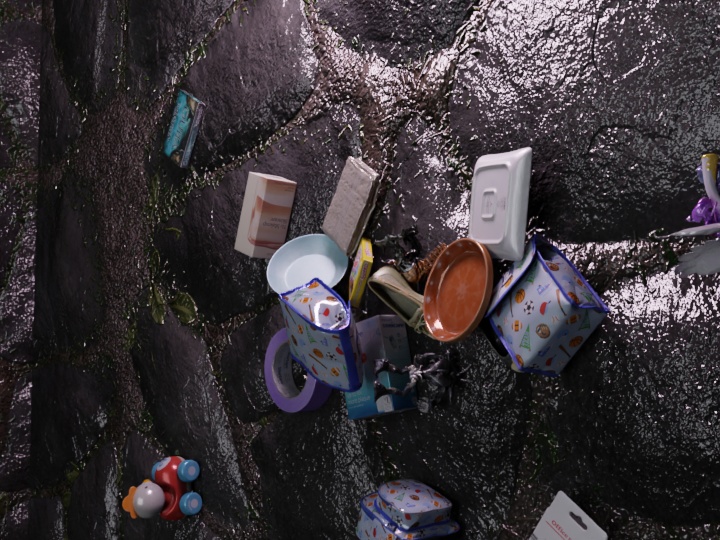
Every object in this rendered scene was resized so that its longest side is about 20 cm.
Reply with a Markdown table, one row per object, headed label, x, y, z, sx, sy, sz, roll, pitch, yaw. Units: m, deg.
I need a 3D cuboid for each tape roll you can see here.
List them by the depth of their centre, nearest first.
| label | x | y | z | sx | sy | sz | roll | pitch | yaw |
| --- | --- | --- | --- | --- | --- | --- | --- | --- | --- |
| tape roll | -0.149 | 0.239 | 1.896 | 0.198 | 0.065 | 0.205 | -4 | 84 | 46 |

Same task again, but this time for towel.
| label | x | y | z | sx | sy | sz | roll | pitch | yaw |
| --- | --- | --- | --- | --- | --- | --- | --- | --- | --- |
| towel | -0.021 | -0.150 | 1.799 | 0.133 | 0.034 | 0.203 | 46 | 120 | 47 |

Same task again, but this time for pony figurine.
| label | x | y | z | sx | sy | sz | roll | pitch | yaw |
| --- | --- | --- | --- | --- | --- | --- | --- | --- | --- |
| pony figurine | 0.548 | -0.073 | 1.153 | 0.190 | 0.166 | 0.204 | -5 | 69 | 37 |

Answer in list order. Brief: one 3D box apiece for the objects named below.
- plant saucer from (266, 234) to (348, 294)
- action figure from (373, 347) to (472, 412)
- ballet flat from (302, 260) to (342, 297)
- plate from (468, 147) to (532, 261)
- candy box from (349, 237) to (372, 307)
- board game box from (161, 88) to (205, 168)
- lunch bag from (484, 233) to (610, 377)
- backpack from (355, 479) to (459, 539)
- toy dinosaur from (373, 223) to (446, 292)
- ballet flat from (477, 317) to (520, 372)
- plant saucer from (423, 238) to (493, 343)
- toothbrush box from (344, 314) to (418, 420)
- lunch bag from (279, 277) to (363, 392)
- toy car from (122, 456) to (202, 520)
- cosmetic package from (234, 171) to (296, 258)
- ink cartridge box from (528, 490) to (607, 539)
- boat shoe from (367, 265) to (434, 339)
| label | x | y | z | sx | sy | sz | roll | pitch | yaw |
| --- | --- | --- | --- | --- | --- | --- | --- | --- | --- |
| plant saucer | -0.121 | 0.000 | 1.832 | 0.201 | 0.199 | 0.039 | 40 | 157 | 38 |
| action figure | 0.124 | 0.219 | 1.580 | 0.102 | 0.195 | 0.121 | 91 | 179 | -67 |
| ballet flat | -0.092 | 0.059 | 1.854 | 0.201 | 0.067 | 0.076 | 52 | 140 | 41 |
| plate | 0.253 | -0.123 | 1.467 | 0.200 | 0.032 | 0.204 | -171 | 86 | -71 |
| candy box | 0.000 | 0.000 | 1.697 | 0.200 | 0.026 | 0.104 | -93 | 22 | -75 |
| board game box | -0.535 | -0.428 | 2.353 | 0.135 | 0.028 | 0.203 | 36 | 113 | 42 |
| lunch bag | 0.314 | 0.057 | 1.394 | 0.171 | 0.122 | 0.202 | -56 | 37 | 28 |
| backpack | 0.084 | 0.508 | 1.564 | 0.189 | 0.197 | 0.158 | 9 | 89 | 52 |
| toy dinosaur | 0.105 | -0.018 | 1.650 | 0.197 | 0.102 | 0.138 | -25 | 85 | 23 |
| ballet flat | 0.254 | 0.117 | 1.491 | 0.067 | 0.056 | 0.201 | -56 | 52 | 28 |
| plant saucer | 0.189 | 0.040 | 1.496 | 0.200 | 0.032 | 0.204 | -37 | 45 | 48 |
| toothbrush box | 0.034 | 0.211 | 1.694 | 0.145 | 0.084 | 0.204 | -21 | 72 | 44 |
| lunch bag | -0.066 | 0.138 | 1.617 | 0.199 | 0.122 | 0.173 | 37 | 146 | 49 |
| toy car | -0.585 | 0.631 | 2.227 | 0.182 | 0.198 | 0.181 | -16 | 77 | 43 |
| cosmetic package | -0.241 | -0.138 | 1.984 | 0.087 | 0.102 | 0.204 | 23 | 105 | 44 |
| ink cartridge box | 0.357 | 0.491 | 1.358 | 0.116 | 0.066 | 0.203 | 41 | 117 | 39 |
| boat shoe | 0.099 | 0.076 | 1.606 | 0.201 | 0.063 | 0.073 | 46 | 130 | 8 |
